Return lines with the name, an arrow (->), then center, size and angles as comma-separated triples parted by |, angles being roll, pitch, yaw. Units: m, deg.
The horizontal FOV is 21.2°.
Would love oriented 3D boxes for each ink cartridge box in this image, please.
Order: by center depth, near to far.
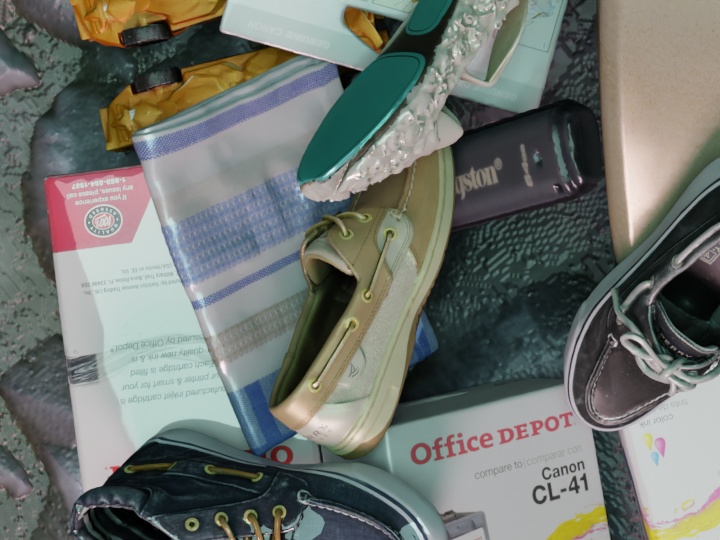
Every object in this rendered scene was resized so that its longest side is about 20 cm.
ink cartridge box -> 0.033, -0.199, 1.108 | 0.198, 0.044, 0.175 | 14, 103, -8
ink cartridge box -> 0.069, 0.174, 1.122 | 0.146, 0.085, 0.202 | -11, 93, -29
ink cartridge box -> 0.232, 0.116, 1.135 | 0.144, 0.088, 0.202 | -14, 93, 5
ink cartridge box -> -0.101, 0.034, 1.161 | 0.143, 0.084, 0.202 | -7, 92, 5

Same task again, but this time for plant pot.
plant pot -> 0.220, -0.091, 1.083 | 0.198, 0.200, 0.179 | 9, 104, 4

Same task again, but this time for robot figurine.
robot figurine -> -0.068, -0.144, 1.164 | 0.198, 0.058, 0.146 | -13, 92, 6

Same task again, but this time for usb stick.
usb stick -> 0.064, -0.053, 1.104 | 0.032, 0.199, 0.056 | -1, 83, -35

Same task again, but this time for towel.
towel -> -0.039, -0.014, 1.102 | 0.146, 0.024, 0.202 | -27, 103, -33

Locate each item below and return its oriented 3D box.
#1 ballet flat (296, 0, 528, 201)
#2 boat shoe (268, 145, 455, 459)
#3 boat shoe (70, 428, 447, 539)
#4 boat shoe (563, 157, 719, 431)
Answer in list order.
ballet flat -> 0.044, -0.110, 1.057 | 0.071, 0.072, 0.201 | 33, 81, 3
boat shoe -> 0.000, 0.000, 1.070 | 0.066, 0.074, 0.202 | 23, 68, -26
boat shoe -> -0.057, 0.145, 1.043 | 0.199, 0.091, 0.072 | 10, 115, 27
boat shoe -> 0.167, 0.028, 1.018 | 0.073, 0.068, 0.200 | 28, 129, -12
